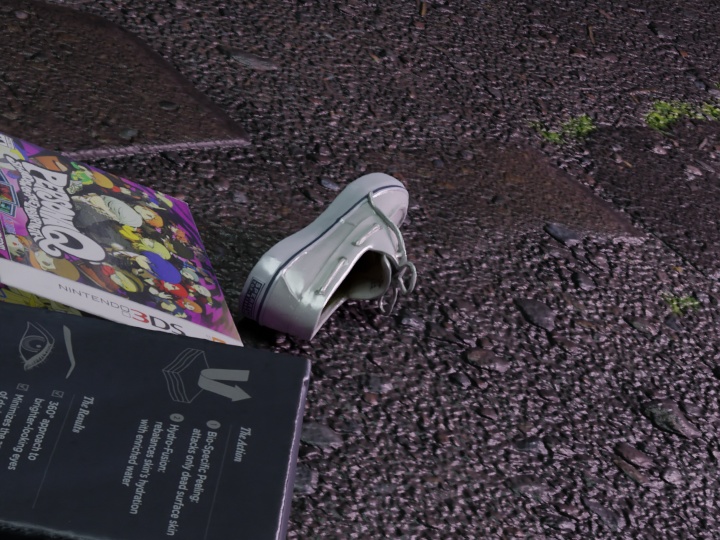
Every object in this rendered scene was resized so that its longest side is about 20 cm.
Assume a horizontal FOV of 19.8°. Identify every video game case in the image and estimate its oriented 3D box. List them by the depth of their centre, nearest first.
[{"bbox_3d":[-0.174,-0.008,1.335,0.181,0.036,0.200,22,24,-30],"label":"video game case"}]

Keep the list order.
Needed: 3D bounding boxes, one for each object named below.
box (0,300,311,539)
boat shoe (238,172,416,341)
[{"bbox_3d":[-0.137,0.123,1.055,0.199,0.118,0.197,11,29,-1],"label":"box"},{"bbox_3d":[0.001,-0.004,1.447,0.086,0.075,0.202,30,31,15],"label":"boat shoe"}]
